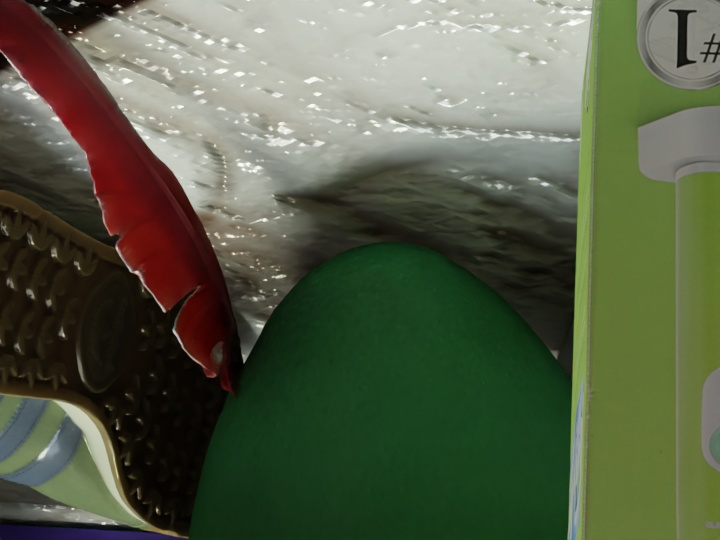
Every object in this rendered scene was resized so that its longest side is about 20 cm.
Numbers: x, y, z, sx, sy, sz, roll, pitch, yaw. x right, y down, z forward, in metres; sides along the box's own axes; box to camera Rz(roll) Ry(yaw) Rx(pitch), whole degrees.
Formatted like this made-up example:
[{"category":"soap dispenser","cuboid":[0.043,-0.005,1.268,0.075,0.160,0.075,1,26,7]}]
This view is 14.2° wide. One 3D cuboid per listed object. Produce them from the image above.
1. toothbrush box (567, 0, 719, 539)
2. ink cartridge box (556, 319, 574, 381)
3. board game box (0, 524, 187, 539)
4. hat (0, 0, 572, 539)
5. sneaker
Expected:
[{"category":"toothbrush box","cuboid":[0.116,0.039,0.600,0.145,0.201,0.086,2,158,2]},{"category":"ink cartridge box","cuboid":[0.108,0.018,0.774,0.094,0.037,0.200,5,161,-2]},{"category":"board game box","cuboid":[-0.062,0.140,1.094,0.199,0.045,0.135,3,158,2]},{"category":"hat","cuboid":[0.000,0.000,0.746,0.165,0.177,0.200,-10,-176,0]},{"category":"sneaker","cuboid":[-0.104,0.019,0.784,0.090,0.067,0.200,9,165,23]}]
